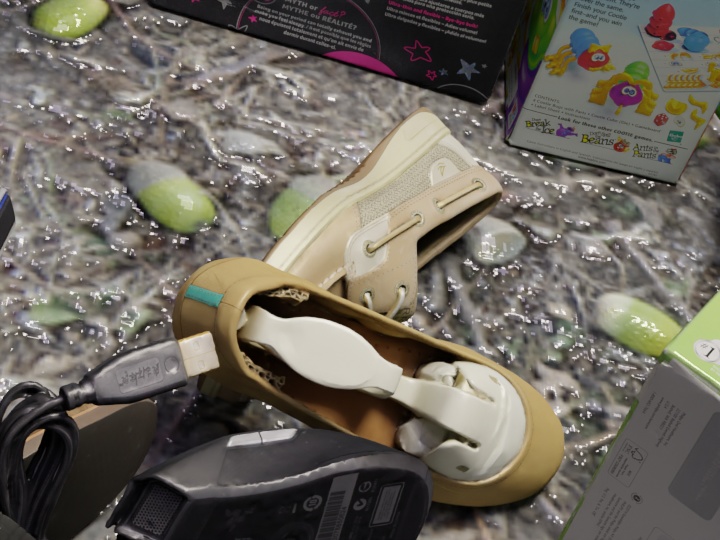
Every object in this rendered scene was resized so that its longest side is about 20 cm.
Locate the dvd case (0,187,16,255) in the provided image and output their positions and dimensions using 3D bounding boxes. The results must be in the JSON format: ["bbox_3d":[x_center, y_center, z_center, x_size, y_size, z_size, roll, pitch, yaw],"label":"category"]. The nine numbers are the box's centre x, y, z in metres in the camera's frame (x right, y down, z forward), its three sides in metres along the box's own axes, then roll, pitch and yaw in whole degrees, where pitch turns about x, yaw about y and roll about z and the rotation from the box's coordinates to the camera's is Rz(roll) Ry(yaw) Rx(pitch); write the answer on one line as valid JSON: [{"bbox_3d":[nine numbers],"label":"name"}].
[{"bbox_3d":[-0.235,0.035,0.666,0.149,0.025,0.201,1,40,13],"label":"dvd case"}]

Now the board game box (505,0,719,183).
[{"bbox_3d":[0.155,-0.162,0.912,0.104,0.201,0.104,13,45,-9],"label":"board game box"}]

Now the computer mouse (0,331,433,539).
[{"bbox_3d":[-0.059,0.073,0.661,0.198,0.142,0.046,-9,37,-27],"label":"computer mouse"}]

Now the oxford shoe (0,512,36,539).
[{"bbox_3d":[-0.101,0.178,0.595,0.200,0.084,0.073,49,24,3],"label":"oxford shoe"}]

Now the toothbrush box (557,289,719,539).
[{"bbox_3d":[0.186,0.055,0.757,0.086,0.146,0.200,35,45,15],"label":"toothbrush box"}]

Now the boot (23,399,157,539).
[{"bbox_3d":[-0.167,0.087,0.656,0.199,0.074,0.075,-28,52,-35],"label":"boot"}]

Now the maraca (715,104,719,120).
[{"bbox_3d":[0.247,-0.073,0.866,0.106,0.138,0.200,-3,27,-30],"label":"maraca"}]

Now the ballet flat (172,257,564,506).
[{"bbox_3d":[0.014,0.054,0.720,0.198,0.063,0.069,23,82,-23],"label":"ballet flat"}]

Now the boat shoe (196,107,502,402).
[{"bbox_3d":[0.000,0.000,0.795,0.065,0.072,0.200,39,49,5],"label":"boat shoe"}]

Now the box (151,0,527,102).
[{"bbox_3d":[0.000,-0.202,0.954,0.198,0.115,0.133,16,45,-5],"label":"box"}]
